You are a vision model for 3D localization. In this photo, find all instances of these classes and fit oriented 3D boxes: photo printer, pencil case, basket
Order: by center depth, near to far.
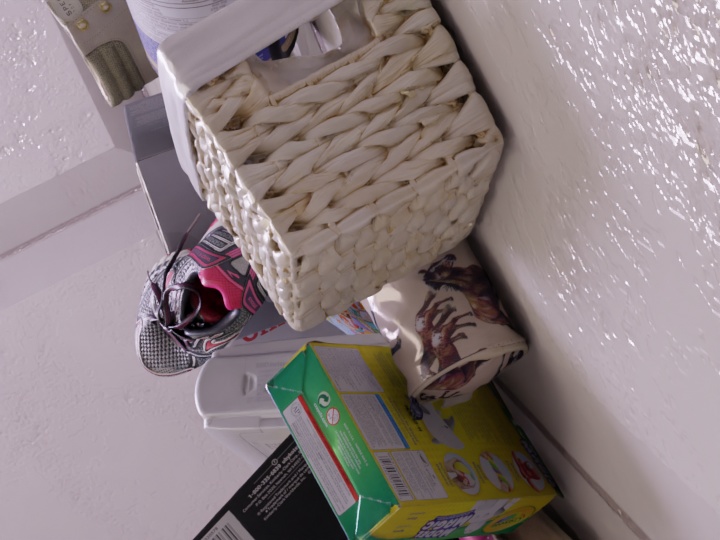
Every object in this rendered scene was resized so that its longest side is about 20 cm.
[{"bbox_3d":[-0.014,-0.061,0.864,0.124,0.135,0.200,60,172,11],"label":"basket"},{"bbox_3d":[0.019,-0.014,0.997,0.201,0.077,0.090,61,147,17],"label":"pencil case"},{"bbox_3d":[-0.004,0.114,1.208,0.200,0.165,0.070,47,-138,-55],"label":"photo printer"}]

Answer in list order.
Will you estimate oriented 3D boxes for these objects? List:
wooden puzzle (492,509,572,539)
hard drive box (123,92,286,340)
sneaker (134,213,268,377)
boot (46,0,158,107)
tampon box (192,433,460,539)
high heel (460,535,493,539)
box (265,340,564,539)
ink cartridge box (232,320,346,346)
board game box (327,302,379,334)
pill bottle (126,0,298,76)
[{"bbox_3d":[0.150,0.245,1.141,0.185,0.046,0.202,-144,33,-74],"label":"wooden puzzle"},{"bbox_3d":[-0.123,-0.049,1.313,0.200,0.076,0.157,-120,12,-69],"label":"hard drive box"},{"bbox_3d":[-0.117,0.022,1.164,0.080,0.075,0.200,39,142,-2],"label":"sneaker"},{"bbox_3d":[-0.158,-0.228,1.207,0.072,0.154,0.201,53,167,53],"label":"boot"},{"bbox_3d":[-0.004,0.216,1.119,0.126,0.150,0.200,41,175,34],"label":"tampon box"},{"bbox_3d":[0.111,0.269,1.346,0.096,0.067,0.201,43,155,43],"label":"high heel"},{"bbox_3d":[0.041,0.104,1.020,0.199,0.048,0.118,6,-133,-52],"label":"box"},{"bbox_3d":[-0.012,0.105,1.376,0.201,0.144,0.084,63,173,7],"label":"ink cartridge box"},{"bbox_3d":[0.000,0.000,1.154,0.134,0.034,0.200,34,163,17],"label":"board game box"},{"bbox_3d":[-0.106,-0.210,1.080,0.112,0.111,0.201,59,171,29],"label":"pill bottle"}]
